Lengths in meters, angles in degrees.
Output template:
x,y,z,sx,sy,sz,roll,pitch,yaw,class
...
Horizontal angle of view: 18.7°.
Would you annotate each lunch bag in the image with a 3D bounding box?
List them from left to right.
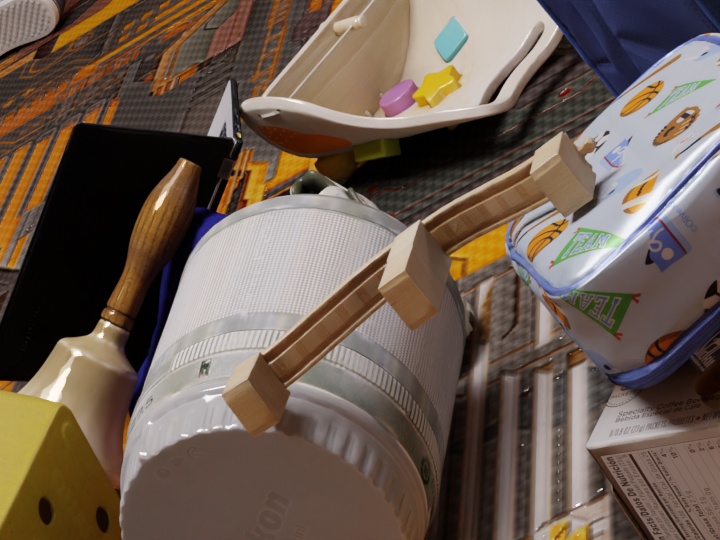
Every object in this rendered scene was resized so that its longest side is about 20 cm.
x,y,z,sx,sy,sz,roll,pitch,yaw,class
0.183,-0.169,1.241,0.132,0.200,0.136,-9,39,52,lunch bag
0.144,-0.033,0.962,0.160,0.076,0.200,-43,12,4,lunch bag

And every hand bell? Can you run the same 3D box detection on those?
x,y,z,sx,sy,sz,roll,pitch,yaw,class
-0.147,0.024,1.366,0.201,0.104,0.104,-64,27,-4,hand bell

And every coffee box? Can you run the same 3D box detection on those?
x,y,z,sx,sy,sz,roll,pitch,yaw,class
0.210,0.052,0.931,0.199,0.080,0.115,-14,31,42,coffee box

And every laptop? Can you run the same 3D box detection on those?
x,y,z,sx,sy,sz,roll,pitch,yaw,class
-0.164,-0.032,1.468,0.200,0.115,0.188,-100,32,-66,laptop

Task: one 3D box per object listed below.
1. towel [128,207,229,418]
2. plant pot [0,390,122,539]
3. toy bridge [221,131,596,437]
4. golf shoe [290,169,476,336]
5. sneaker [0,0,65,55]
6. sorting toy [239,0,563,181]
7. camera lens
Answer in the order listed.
x,y,z,sx,sy,sz,roll,pitch,yaw,class
-0.075,0.045,1.335,0.200,0.049,0.149,18,95,63,towel
-0.225,0.177,1.183,0.175,0.201,0.201,-13,30,22,plant pot
0.025,0.000,0.977,0.199,0.027,0.067,-36,12,19,toy bridge
0.000,0.000,1.309,0.078,0.098,0.200,-36,24,-6,golf shoe
-0.413,-0.284,2.465,0.198,0.079,0.080,-11,36,25,sneaker
0.050,-0.140,1.516,0.179,0.107,0.200,0,42,44,sorting toy
-0.032,0.071,1.127,0.159,0.160,0.201,-24,29,25,camera lens
